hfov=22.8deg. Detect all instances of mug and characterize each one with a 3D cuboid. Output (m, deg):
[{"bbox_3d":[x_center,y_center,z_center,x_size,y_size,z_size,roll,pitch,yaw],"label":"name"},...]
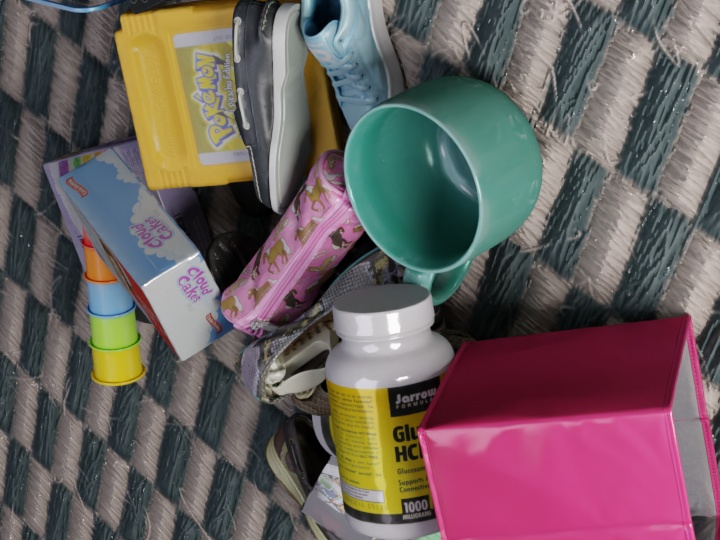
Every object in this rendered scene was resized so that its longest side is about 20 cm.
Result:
[{"bbox_3d":[0.072,-0.079,1.532,0.152,0.114,0.185,50,139,11],"label":"mug"}]

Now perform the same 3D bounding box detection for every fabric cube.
[{"bbox_3d":[0.178,0.169,1.451,0.199,0.196,0.200,-8,108,17],"label":"fabric cube"}]

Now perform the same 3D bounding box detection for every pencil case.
[{"bbox_3d":[-0.049,-0.021,1.632,0.200,0.083,0.087,-53,50,31],"label":"pencil case"}]

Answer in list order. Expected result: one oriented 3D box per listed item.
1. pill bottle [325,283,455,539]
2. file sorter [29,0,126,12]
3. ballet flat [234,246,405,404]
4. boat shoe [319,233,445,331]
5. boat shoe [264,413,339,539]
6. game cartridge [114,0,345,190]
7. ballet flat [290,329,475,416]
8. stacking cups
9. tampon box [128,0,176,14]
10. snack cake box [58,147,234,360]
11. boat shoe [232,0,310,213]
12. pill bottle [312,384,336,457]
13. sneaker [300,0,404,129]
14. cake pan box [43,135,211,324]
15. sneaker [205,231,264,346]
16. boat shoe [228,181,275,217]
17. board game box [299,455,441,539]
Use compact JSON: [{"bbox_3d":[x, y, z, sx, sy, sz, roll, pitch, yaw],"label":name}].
[{"bbox_3d":[0.030,0.118,1.528,0.112,0.112,0.200,7,111,43],"label":"pill bottle"},{"bbox_3d":[-0.269,-0.361,1.710,0.139,0.123,0.200,19,124,37],"label":"file sorter"},{"bbox_3d":[-0.021,0.056,1.610,0.200,0.072,0.072,-37,83,10],"label":"ballet flat"},{"bbox_3d":[0.000,0.000,1.681,0.200,0.073,0.063,33,135,34],"label":"boat shoe"},{"bbox_3d":[-0.023,0.232,1.832,0.200,0.073,0.065,46,142,17],"label":"boat shoe"},{"bbox_3d":[-0.122,-0.167,1.673,0.200,0.032,0.176,-5,111,15],"label":"game cartridge"},{"bbox_3d":[0.016,0.088,1.619,0.200,0.067,0.046,-12,148,31],"label":"ballet flat"},{"bbox_3d":[-0.271,0.021,1.902,0.060,0.060,0.200,15,120,40],"label":"stacking cups"},{"bbox_3d":[-0.131,-0.336,1.582,0.200,0.126,0.150,-14,101,49],"label":"tampon box"},{"bbox_3d":[-0.209,-0.018,1.739,0.200,0.067,0.115,47,164,42],"label":"snack cake box"},{"bbox_3d":[-0.084,-0.150,1.619,0.060,0.076,0.200,12,113,20],"label":"boat shoe"},{"bbox_3d":[0.062,0.138,1.663,0.200,0.114,0.114,9,118,42],"label":"pill bottle"},{"bbox_3d":[-0.020,-0.198,1.582,0.074,0.082,0.200,5,115,44],"label":"sneaker"},{"bbox_3d":[-0.239,-0.043,1.914,0.184,0.052,0.200,-5,109,48],"label":"cake pan box"},{"bbox_3d":[-0.099,0.050,1.779,0.200,0.076,0.115,48,150,-16],"label":"sneaker"},{"bbox_3d":[-0.134,-0.141,1.746,0.074,0.063,0.201,-4,110,45],"label":"boat shoe"},{"bbox_3d":[0.045,0.254,1.764,0.200,0.023,0.105,36,110,13],"label":"board game box"}]
